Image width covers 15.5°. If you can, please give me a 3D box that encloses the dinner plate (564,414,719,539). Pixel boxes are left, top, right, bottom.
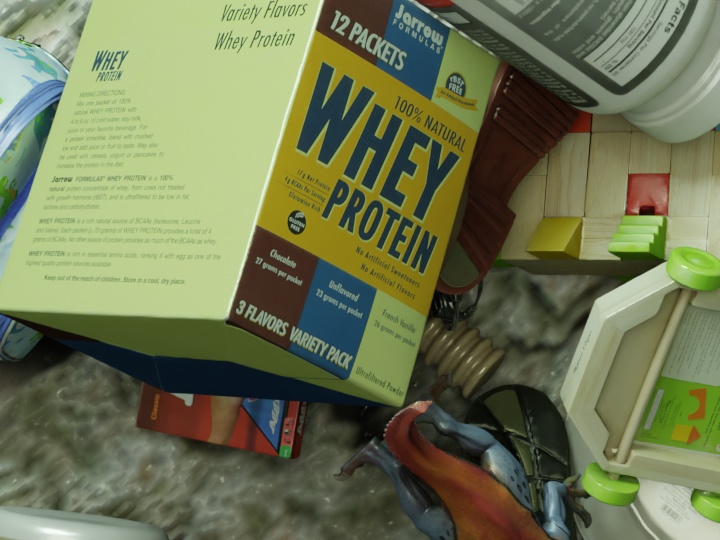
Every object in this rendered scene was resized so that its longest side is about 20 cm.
[{"bbox_3d":[0.218,0.110,1.549,0.200,0.024,0.200,-1,86,9],"label":"dinner plate"}]

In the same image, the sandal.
[{"bbox_3d":[0.092,0.168,1.548,0.080,0.057,0.201,6,69,-3],"label":"sandal"}]

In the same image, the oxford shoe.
[{"bbox_3d":[0.067,-0.084,1.504,0.075,0.070,0.200,16,70,46],"label":"oxford shoe"}]

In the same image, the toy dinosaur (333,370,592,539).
[{"bbox_3d":[0.071,0.156,1.443,0.105,0.200,0.182,-42,86,10],"label":"toy dinosaur"}]

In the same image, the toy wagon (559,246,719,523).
[{"bbox_3d":[0.216,0.069,1.491,0.200,0.040,0.155,11,116,-16],"label":"toy wagon"}]

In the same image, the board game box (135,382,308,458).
[{"bbox_3d":[-0.071,0.005,1.579,0.103,0.019,0.200,10,93,19],"label":"board game box"}]

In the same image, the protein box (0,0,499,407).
[{"bbox_3d":[-0.061,-0.046,1.419,0.198,0.135,0.200,1,69,46],"label":"protein box"}]

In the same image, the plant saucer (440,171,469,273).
[{"bbox_3d":[-0.011,-0.031,1.487,0.200,0.029,0.200,-25,52,36],"label":"plant saucer"}]

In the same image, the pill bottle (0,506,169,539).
[{"bbox_3d":[-0.179,0.244,1.545,0.116,0.116,0.200,6,87,8],"label":"pill bottle"}]

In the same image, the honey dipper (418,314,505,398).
[{"bbox_3d":[0.000,0.000,1.581,0.200,0.038,0.038,40,92,11],"label":"honey dipper"}]

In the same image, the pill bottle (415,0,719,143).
[{"bbox_3d":[0.118,-0.154,1.417,0.200,0.116,0.116,31,90,-32],"label":"pill bottle"}]

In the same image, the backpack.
[{"bbox_3d":[-0.219,-0.045,1.529,0.147,0.200,0.183,33,90,9],"label":"backpack"}]

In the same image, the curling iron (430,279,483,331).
[{"bbox_3d":[0.023,-0.053,1.567,0.026,0.050,0.200,-10,61,-31],"label":"curling iron"}]

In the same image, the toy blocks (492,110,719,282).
[{"bbox_3d":[0.165,-0.068,1.531,0.200,0.100,0.137,1,80,26],"label":"toy blocks"}]
